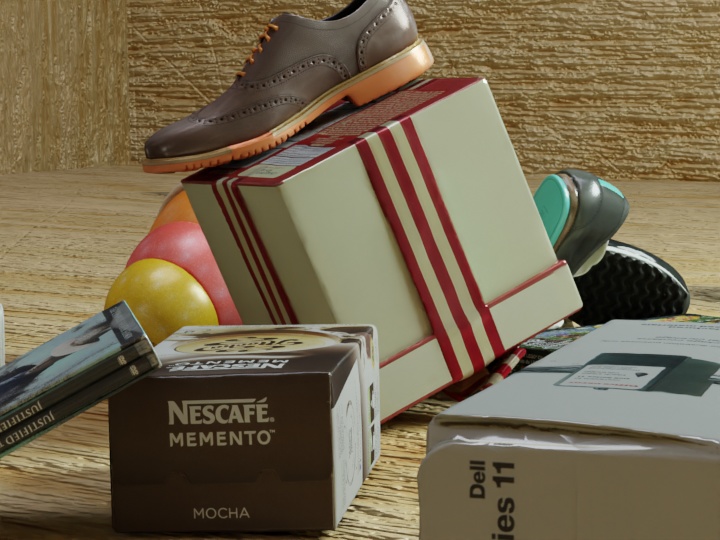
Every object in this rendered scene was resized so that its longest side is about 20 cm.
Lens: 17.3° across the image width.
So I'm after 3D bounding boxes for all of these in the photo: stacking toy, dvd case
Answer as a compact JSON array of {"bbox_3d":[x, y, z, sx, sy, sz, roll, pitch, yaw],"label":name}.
[{"bbox_3d":[-0.134,0.028,1.650,0.146,0.146,0.200,3,24,34],"label":"stacking toy"},{"bbox_3d":[-0.192,0.077,1.132,0.200,0.022,0.146,-28,9,-5],"label":"dvd case"}]

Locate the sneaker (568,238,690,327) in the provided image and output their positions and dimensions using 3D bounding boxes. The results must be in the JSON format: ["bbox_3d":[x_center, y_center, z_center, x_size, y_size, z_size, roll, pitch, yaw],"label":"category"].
[{"bbox_3d":[0.138,-0.014,1.681,0.200,0.070,0.090,12,32,-7],"label":"sneaker"}]

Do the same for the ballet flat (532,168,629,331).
[{"bbox_3d":[0.118,0.009,1.597,0.068,0.068,0.200,5,-38,-32],"label":"ballet flat"}]

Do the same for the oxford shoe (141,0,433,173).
[{"bbox_3d":[-0.055,-0.121,1.491,0.200,0.073,0.071,-27,14,-16],"label":"oxford shoe"}]

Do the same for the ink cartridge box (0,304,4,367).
[{"bbox_3d":[-0.323,0.061,1.420,0.200,0.084,0.145,-3,6,-17],"label":"ink cartridge box"}]

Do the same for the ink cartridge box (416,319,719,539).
[{"bbox_3d":[0.085,0.099,0.688,0.083,0.147,0.200,2,8,20],"label":"ink cartridge box"}]

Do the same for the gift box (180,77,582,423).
[{"bbox_3d":[0.000,0.000,1.492,0.200,0.187,0.185,-28,14,-17],"label":"gift box"}]

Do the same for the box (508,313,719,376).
[{"bbox_3d":[0.191,0.060,1.558,0.200,0.038,0.137,-6,7,-37],"label":"box"}]

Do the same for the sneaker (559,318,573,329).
[{"bbox_3d":[0.105,0.013,1.761,0.070,0.093,0.200,-3,6,-12],"label":"sneaker"}]

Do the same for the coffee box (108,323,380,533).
[{"bbox_3d":[-0.055,0.078,1.226,0.113,0.080,0.200,-1,6,6],"label":"coffee box"}]
